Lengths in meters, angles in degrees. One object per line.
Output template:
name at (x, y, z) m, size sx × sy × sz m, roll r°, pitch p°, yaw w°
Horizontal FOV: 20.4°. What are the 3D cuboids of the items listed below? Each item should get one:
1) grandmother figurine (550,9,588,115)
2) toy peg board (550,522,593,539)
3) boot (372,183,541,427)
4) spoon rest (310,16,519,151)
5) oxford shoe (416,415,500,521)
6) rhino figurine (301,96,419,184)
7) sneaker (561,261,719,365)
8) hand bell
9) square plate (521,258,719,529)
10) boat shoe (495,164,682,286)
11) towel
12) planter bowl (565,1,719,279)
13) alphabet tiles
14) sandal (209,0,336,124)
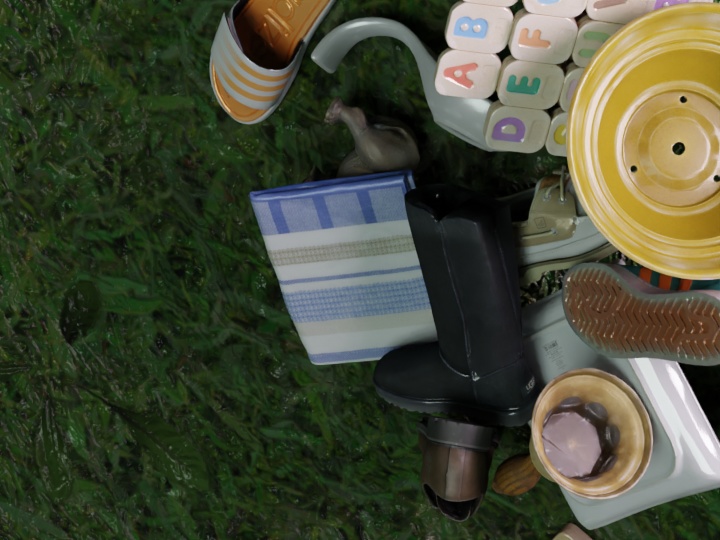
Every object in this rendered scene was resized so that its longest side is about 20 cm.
grandmother figurine at (0.166, -0.207, 1.518) m, size 0.120 × 0.061 × 0.201 m, roll 14°, pitch 124°, yaw -8°
toy peg board at (0.195, 0.370, 1.800) m, size 0.200 × 0.098 × 0.199 m, roll 41°, pitch 130°, yaw 6°
boot at (0.063, 0.023, 1.648) m, size 0.164 × 0.066 × 0.201 m, roll 7°, pitch 129°, yaw 32°
spoon rest at (0.057, -0.152, 1.603) m, size 0.199 × 0.099 × 0.061 m, roll 28°, pitch 90°, yaw 24°
oxford shoe at (0.078, 0.168, 1.704) m, size 0.072 × 0.200 × 0.085 m, roll 7°, pitch 87°, yaw 7°
rhino figurine at (-0.009, -0.059, 1.705) m, size 0.087 × 0.060 × 0.201 m, roll 25°, pitch 131°, yaw 4°
sneaker at (0.237, 0.033, 1.514) m, size 0.200 × 0.080 × 0.072 m, roll 16°, pitch 106°, yaw 53°
hand bell at (0.152, 0.155, 1.651) m, size 0.104 × 0.104 × 0.200 m, roll 47°, pitch 156°, yaw 0°
square plate at (0.194, 0.110, 1.646) m, size 0.200 × 0.028 × 0.199 m, roll -31°, pitch 87°, yaw 54°
boat shoe at (0.164, -0.045, 1.597) m, size 0.199 × 0.075 × 0.069 m, roll -25°, pitch 107°, yaw 40°
towel at (0.000, 0.000, 1.702) m, size 0.146 × 0.024 × 0.201 m, roll -8°, pitch 130°, yaw 15°
planter bowl at (0.244, -0.093, 1.487) m, size 0.199 × 0.083 × 0.202 m, roll 0°, pitch 89°, yaw -4°
alphabet tiles at (0.160, -0.172, 1.494) m, size 0.194 × 0.015 × 0.201 m, roll 6°, pitch 125°, yaw -11°
sandal at (-0.082, -0.201, 1.670) m, size 0.079 × 0.059 × 0.207 m, roll 40°, pitch 130°, yaw 7°
